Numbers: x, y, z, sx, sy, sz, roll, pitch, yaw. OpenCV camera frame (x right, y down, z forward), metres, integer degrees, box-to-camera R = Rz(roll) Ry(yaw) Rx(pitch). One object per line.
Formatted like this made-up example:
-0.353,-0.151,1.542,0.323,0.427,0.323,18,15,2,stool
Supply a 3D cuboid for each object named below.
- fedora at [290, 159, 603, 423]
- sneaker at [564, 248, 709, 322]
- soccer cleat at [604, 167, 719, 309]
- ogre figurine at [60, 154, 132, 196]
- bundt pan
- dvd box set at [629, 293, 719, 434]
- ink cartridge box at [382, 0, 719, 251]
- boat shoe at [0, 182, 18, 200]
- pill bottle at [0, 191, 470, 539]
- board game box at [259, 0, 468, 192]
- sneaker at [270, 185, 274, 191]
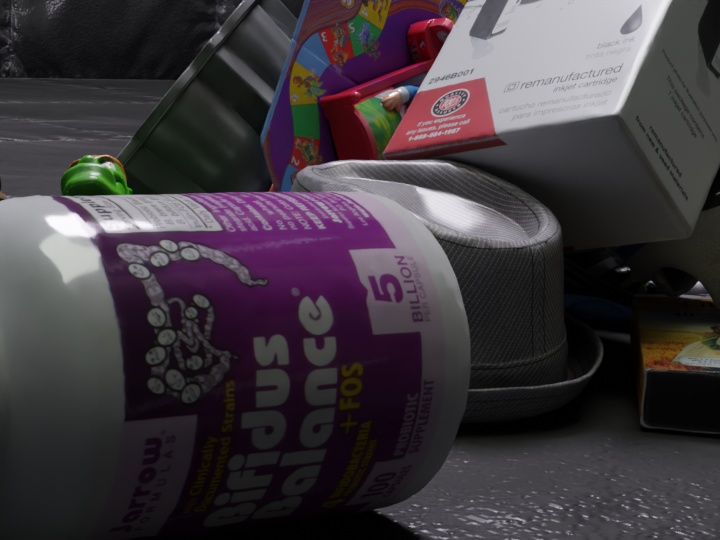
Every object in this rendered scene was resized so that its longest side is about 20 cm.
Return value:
0.020,-0.001,0.785,0.176,0.091,0.199,-10,21,-39,fedora
0.170,-0.011,0.988,0.198,0.084,0.071,7,10,18,sneaker
0.143,-0.031,0.914,0.069,0.087,0.200,-25,24,-18,soccer cleat
-0.114,0.011,0.725,0.199,0.099,0.120,-27,20,8,ogre figurine
-0.085,-0.062,0.945,0.076,0.202,0.202,38,6,-7,bundt pan
0.206,0.045,0.824,0.145,0.030,0.200,4,9,8,dvd box set
0.121,-0.109,0.861,0.144,0.084,0.201,-6,43,41,ink cartridge box
-0.229,-0.018,0.953,0.072,0.073,0.200,9,19,2,boat shoe
-0.071,0.032,0.538,0.199,0.113,0.112,-4,12,-36,pill bottle
0.031,-0.088,0.902,0.158,0.201,0.039,31,-24,-35,board game box
-0.082,-0.035,1.114,0.081,0.079,0.200,-5,3,-13,sneaker
